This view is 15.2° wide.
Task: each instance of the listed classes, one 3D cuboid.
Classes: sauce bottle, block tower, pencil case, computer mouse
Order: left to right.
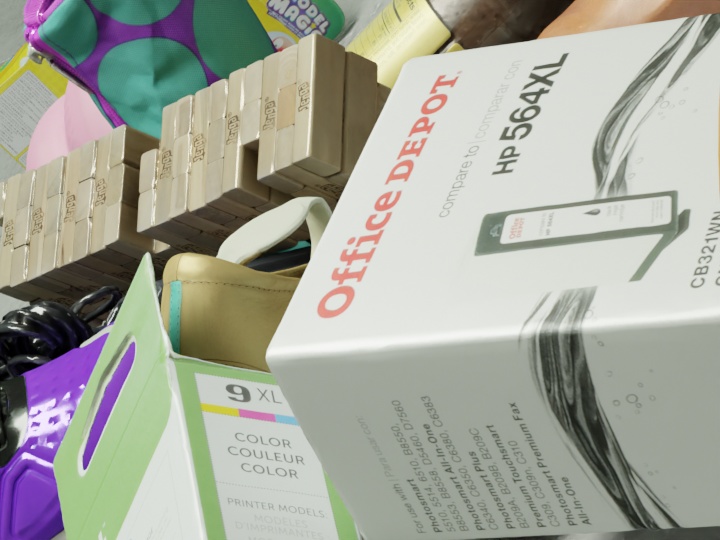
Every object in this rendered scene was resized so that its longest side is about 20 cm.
[{"bbox_3d":[-0.070,-0.031,1.089,0.200,0.054,0.058,-20,58,42],"label":"block tower"},{"bbox_3d":[-0.067,-0.061,1.181,0.092,0.200,0.085,-38,21,-9],"label":"pencil case"},{"bbox_3d":[-0.052,0.029,1.097,0.199,0.053,0.139,-13,-9,-11],"label":"computer mouse"},{"bbox_3d":[0.040,-0.092,1.099,0.200,0.065,0.065,-42,18,18],"label":"sauce bottle"}]

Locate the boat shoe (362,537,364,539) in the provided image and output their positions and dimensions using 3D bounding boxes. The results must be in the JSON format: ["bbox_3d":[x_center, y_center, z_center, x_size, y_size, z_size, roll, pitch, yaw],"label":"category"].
[{"bbox_3d":[0.060,0.023,0.940,0.200,0.071,0.070,-46,-9,-22],"label":"boat shoe"}]

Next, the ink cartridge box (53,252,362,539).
[{"bbox_3d":[-0.047,0.100,0.872,0.200,0.059,0.104,-107,34,-48],"label":"ink cartridge box"}]

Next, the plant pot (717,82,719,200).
[{"bbox_3d":[0.197,-0.063,0.593,0.183,0.201,0.201,12,50,23],"label":"plant pot"}]

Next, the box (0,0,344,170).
[{"bbox_3d":[-0.114,-0.122,1.544,0.200,0.117,0.048,-39,20,19],"label":"box"}]

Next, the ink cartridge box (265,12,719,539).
[{"bbox_3d":[0.090,-0.002,0.798,0.199,0.084,0.146,-6,39,30],"label":"ink cartridge box"}]

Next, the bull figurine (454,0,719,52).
[{"bbox_3d":[0.103,-0.080,0.996,0.200,0.065,0.121,-37,-11,14],"label":"bull figurine"}]

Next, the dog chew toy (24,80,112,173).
[{"bbox_3d":[-0.120,-0.056,1.426,0.200,0.124,0.125,-39,18,44],"label":"dog chew toy"}]

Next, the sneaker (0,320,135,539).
[{"bbox_3d":[-0.157,0.078,1.007,0.200,0.099,0.070,-44,23,17],"label":"sneaker"}]

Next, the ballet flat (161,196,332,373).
[{"bbox_3d":[0.000,0.000,0.995,0.068,0.063,0.200,-3,10,36],"label":"ballet flat"}]
